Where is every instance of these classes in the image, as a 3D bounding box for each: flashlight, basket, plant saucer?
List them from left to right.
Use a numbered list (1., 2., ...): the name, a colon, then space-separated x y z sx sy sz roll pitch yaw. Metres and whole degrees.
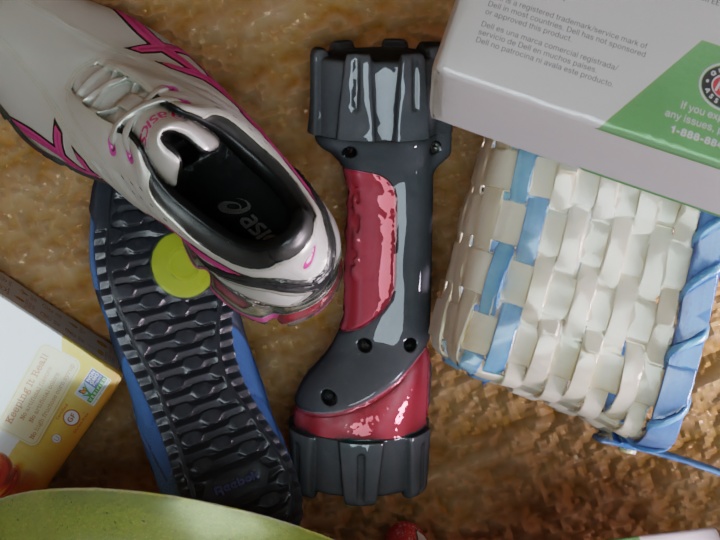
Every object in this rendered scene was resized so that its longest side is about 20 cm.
1. plant saucer: -0.074 0.144 1.254 0.199 0.200 0.031 14 67 -6
2. flashlight: 0.000 0.000 1.277 0.068 0.068 0.201 8 106 31
3. basket: 0.141 -0.004 1.237 0.199 0.139 0.177 16 92 -2

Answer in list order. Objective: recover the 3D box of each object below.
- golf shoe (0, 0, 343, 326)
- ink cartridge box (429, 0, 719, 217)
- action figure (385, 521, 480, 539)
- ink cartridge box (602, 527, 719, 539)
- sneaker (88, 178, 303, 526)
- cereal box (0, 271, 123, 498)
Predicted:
1. golf shoe: -0.086 -0.062 1.217 0.200 0.092 0.073 38 78 11
2. ink cartridge box: 0.126 -0.138 1.147 0.145 0.088 0.201 18 80 4
3. action figure: 0.081 0.196 1.320 0.065 0.099 0.200 -41 101 7
4. ink cartridge box: 0.109 0.217 1.196 0.084 0.144 0.201 -23 76 34
5. sneaker: -0.081 0.039 1.285 0.066 0.078 0.201 -16 87 -15
6. cereal box: -0.226 0.045 1.290 0.199 0.040 0.144 33 102 -11
